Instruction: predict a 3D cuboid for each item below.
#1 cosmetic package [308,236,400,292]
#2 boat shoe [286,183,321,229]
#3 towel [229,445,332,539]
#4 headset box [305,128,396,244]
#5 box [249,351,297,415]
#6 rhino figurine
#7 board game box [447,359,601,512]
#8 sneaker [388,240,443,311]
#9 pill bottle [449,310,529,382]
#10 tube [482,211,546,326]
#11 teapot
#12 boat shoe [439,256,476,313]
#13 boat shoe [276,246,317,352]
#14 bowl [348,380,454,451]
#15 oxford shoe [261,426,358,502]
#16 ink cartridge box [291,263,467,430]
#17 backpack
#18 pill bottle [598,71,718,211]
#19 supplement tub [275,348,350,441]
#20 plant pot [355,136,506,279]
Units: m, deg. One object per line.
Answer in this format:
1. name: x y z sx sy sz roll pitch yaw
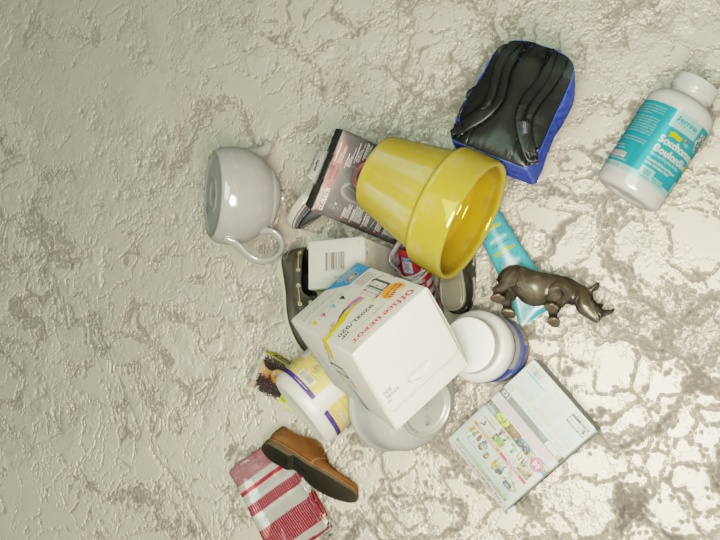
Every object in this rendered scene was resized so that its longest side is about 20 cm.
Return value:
1. cosmetic package: 0.000 0.000 1.302 0.106 0.199 0.086 -5 80 25
2. boat shoe: -0.045 -0.129 1.406 0.200 0.075 0.093 -45 74 12
3. towel: -0.154 0.429 1.416 0.144 0.023 0.201 -38 70 16
4. headset box: 0.005 -0.150 1.324 0.198 0.075 0.150 21 97 -16
5. box: -0.110 0.228 1.406 0.198 0.050 0.076 26 94 24
6. rhino figurine: 0.309 0.040 1.208 0.197 0.060 0.088 11 48 8
7. board game box: 0.265 0.267 1.225 0.200 0.064 0.148 -44 68 12
8. sneaker: 0.096 0.027 1.302 0.070 0.112 0.203 -5 81 21
9. pill bottle: 0.197 0.122 1.198 0.111 0.200 0.114 -3 82 24
10. tube: 0.257 -0.013 1.276 0.077 0.050 0.202 -32 78 19
11. teapot: -0.215 -0.138 1.448 0.197 0.144 0.203 -136 53 -60
12. boat shoe: 0.168 -0.023 1.316 0.066 0.057 0.203 -6 77 30
13. boat shoe: -0.107 0.055 1.413 0.060 0.071 0.204 -22 73 24
14. bowl: 0.085 0.211 1.230 0.090 0.199 0.204 16 90 58
15. oxford shoe: -0.080 0.348 1.372 0.199 0.071 0.072 32 136 11
16. ink cartridge box: 0.025 0.103 1.098 0.147 0.146 0.199 -40 27 -17
17. backpack: 0.256 -0.262 1.236 0.161 0.168 0.202 24 89 17
18. pill bottle: 0.466 -0.202 1.166 0.110 0.111 0.202 34 98 24
19. supplement tub: -0.031 0.176 1.293 0.200 0.146 0.145 -40 67 -16
20. plant pot: 0.103 -0.116 1.202 0.188 0.200 0.203 30 96 24
